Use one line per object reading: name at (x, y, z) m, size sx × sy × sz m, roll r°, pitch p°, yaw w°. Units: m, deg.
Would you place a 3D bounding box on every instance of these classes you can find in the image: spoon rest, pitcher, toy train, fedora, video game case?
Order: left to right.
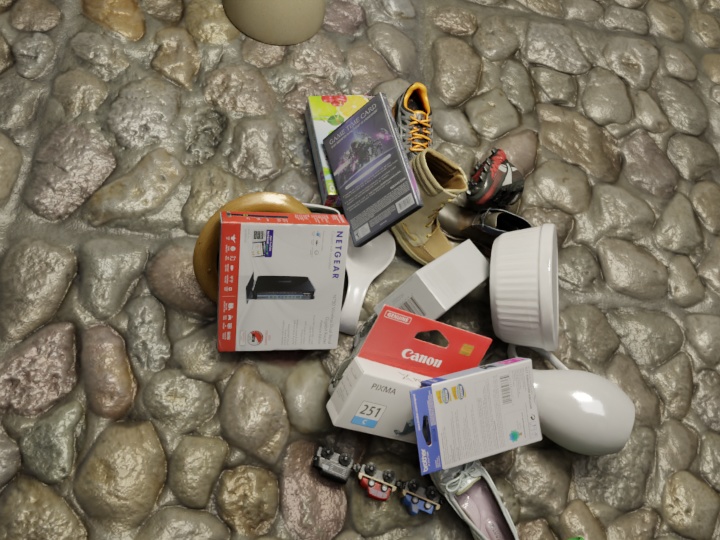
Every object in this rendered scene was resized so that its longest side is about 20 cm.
fedora at (-0.155, -0.033, 1.038) m, size 0.200 × 0.202 × 0.082 m, roll 1°, pitch 24°, yaw -14°
spoon rest at (0.000, 0.000, 1.101) m, size 0.099 × 0.061 × 0.201 m, roll 16°, pitch 63°, yaw -7°
video game case at (0.015, -0.157, 1.084) m, size 0.019 × 0.143 × 0.201 m, roll 4°, pitch 63°, yaw -46°
toy train at (0.025, 0.303, 0.976) m, size 0.199 × 0.034 × 0.046 m, roll 22°, pitch 65°, yaw -3°
pitcher at (0.315, 0.189, 1.071) m, size 0.199 × 0.122 × 0.172 m, roll 19°, pitch 46°, yaw 7°

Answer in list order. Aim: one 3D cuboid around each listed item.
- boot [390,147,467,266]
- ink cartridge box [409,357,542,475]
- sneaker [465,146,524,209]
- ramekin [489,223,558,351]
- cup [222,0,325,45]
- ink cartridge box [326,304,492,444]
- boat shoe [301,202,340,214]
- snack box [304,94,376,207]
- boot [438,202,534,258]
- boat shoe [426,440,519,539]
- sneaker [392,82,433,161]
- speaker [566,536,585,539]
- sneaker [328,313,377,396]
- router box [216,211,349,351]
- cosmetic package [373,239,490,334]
boot at (0.120, -0.094, 1.101) m, size 0.200 × 0.155 × 0.073 m, roll 49°, pitch 50°, yaw -14°
ink cartridge box at (0.155, 0.198, 0.950) m, size 0.199 × 0.042 × 0.120 m, roll -10°, pitch 93°, yaw -26°
sneaker at (0.239, -0.149, 1.197) m, size 0.098 × 0.071 × 0.200 m, roll 46°, pitch 29°, yaw -3°
ramekin at (0.262, 0.027, 1.086) m, size 0.094 × 0.203 × 0.203 m, roll -1°, pitch 61°, yaw 19°
cup at (-0.152, -0.547, 1.277) m, size 0.199 × 0.143 × 0.201 m, roll 6°, pitch 63°, yaw -12°
ink cartridge box at (0.078, 0.155, 0.959) m, size 0.199 × 0.177 × 0.045 m, roll 19°, pitch 20°, yaw -28°
boat shoe at (-0.129, -0.086, 1.104) m, size 0.199 × 0.067 × 0.074 m, roll -3°, pitch 65°, yaw -16°
snack box at (-0.011, -0.212, 1.203) m, size 0.142 × 0.053 × 0.201 m, roll -6°, pitch 68°, yaw -16°
boot at (0.200, -0.090, 1.175) m, size 0.199 × 0.097 × 0.075 m, roll 28°, pitch 61°, yaw -1°
boat shoe at (0.162, 0.320, 0.968) m, size 0.074 × 0.065 × 0.203 m, roll -29°, pitch 86°, yaw -14°
sneaker at (0.098, -0.247, 1.237) m, size 0.078 × 0.077 × 0.201 m, roll -1°, pitch 67°, yaw -17°
speaker at (0.320, 0.478, 0.941) m, size 0.088 × 0.089 × 0.201 m, roll -17°, pitch 70°, yaw -21°
sneaker at (0.034, 0.135, 1.047) m, size 0.099 × 0.078 × 0.200 m, roll 42°, pitch 60°, yaw -13°
router box at (-0.115, 0.017, 0.994) m, size 0.179 × 0.201 × 0.049 m, roll 0°, pitch 23°, yaw -14°
cosmetic package at (0.116, 0.029, 1.044) m, size 0.071 × 0.101 × 0.200 m, roll 52°, pitch 33°, yaw 7°
